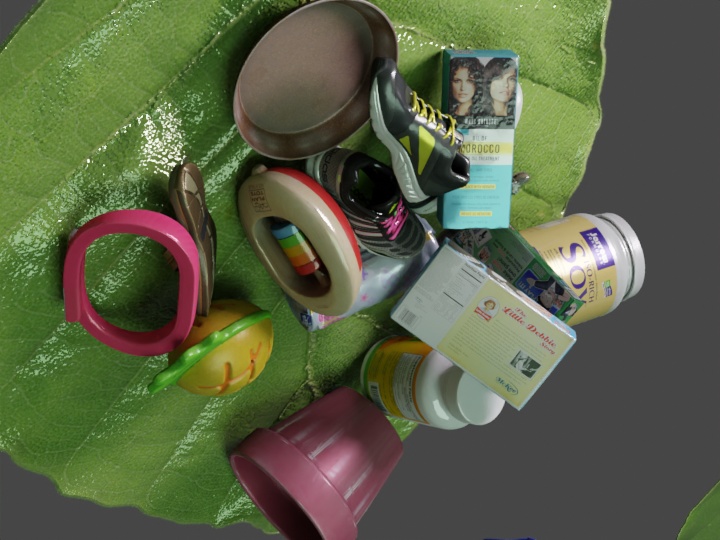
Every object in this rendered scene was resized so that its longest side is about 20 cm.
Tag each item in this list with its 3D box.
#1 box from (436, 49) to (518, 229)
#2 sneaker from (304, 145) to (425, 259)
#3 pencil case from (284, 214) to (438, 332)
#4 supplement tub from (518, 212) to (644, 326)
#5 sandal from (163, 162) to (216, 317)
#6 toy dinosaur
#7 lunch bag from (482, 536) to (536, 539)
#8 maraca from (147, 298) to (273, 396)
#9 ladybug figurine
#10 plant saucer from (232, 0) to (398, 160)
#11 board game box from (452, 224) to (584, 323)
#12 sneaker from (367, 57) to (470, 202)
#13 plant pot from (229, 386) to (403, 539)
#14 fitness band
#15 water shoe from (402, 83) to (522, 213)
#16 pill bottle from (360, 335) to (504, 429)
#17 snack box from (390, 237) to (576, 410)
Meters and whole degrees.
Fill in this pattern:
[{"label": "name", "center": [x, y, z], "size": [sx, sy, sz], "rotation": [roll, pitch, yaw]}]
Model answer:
[{"label": "box", "center": [0.134, -0.151, 1.530], "size": [0.082, 0.049, 0.202], "rotation": [-1, 107, -5]}, {"label": "sneaker", "center": [0.021, -0.073, 1.531], "size": [0.200, 0.087, 0.074], "rotation": [45, 71, -37]}, {"label": "pencil case", "center": [0.000, 0.000, 1.633], "size": [0.199, 0.083, 0.091], "rotation": [-22, 132, -20]}, {"label": "supplement tub", "center": [0.269, 0.005, 1.804], "size": [0.199, 0.146, 0.146], "rotation": [-17, 138, -25]}, {"label": "sandal", "center": [-0.192, -0.035, 1.456], "size": [0.054, 0.081, 0.201], "rotation": [-1, 135, 7]}, {"label": "toy dinosaur", "center": [0.132, -0.078, 1.652], "size": [0.047, 0.089, 0.200], "rotation": [22, 132, -23]}, {"label": "lunch bag", "center": [0.261, 0.556, 2.376], "size": [0.199, 0.128, 0.170], "rotation": [-34, 143, 11]}, {"label": "maraca", "center": [-0.172, 0.094, 1.544], "size": [0.137, 0.107, 0.200], "rotation": [-42, 172, 22]}, {"label": "ladybug figurine", "center": [-0.062, -0.041, 1.505], "size": [0.072, 0.135, 0.201], "rotation": [-50, 123, -37]}, {"label": "plant saucer", "center": [-0.052, -0.209, 1.418], "size": [0.199, 0.035, 0.201], "rotation": [-22, 138, -20]}, {"label": "board game box", "center": [0.176, 0.023, 1.701], "size": [0.135, 0.200, 0.029], "rotation": [-51, 144, 17]}, {"label": "sneaker", "center": [0.066, -0.159, 1.448], "size": [0.084, 0.075, 0.200], "rotation": [-8, 140, 17]}, {"label": "plant pot", "center": [-0.047, 0.261, 1.789], "size": [0.179, 0.200, 0.201], "rotation": [-41, 145, -21]}, {"label": "fitness band", "center": [-0.246, 0.014, 1.434], "size": [0.142, 0.038, 0.201], "rotation": [7, 132, -5]}, {"label": "water shoe", "center": [0.112, -0.153, 1.577], "size": [0.079, 0.072, 0.200], "rotation": [27, 107, -42]}, {"label": "pill bottle", "center": [0.097, 0.148, 1.750], "size": [0.110, 0.199, 0.112], "rotation": [-2, 94, -34]}, {"label": "snack box", "center": [0.149, 0.066, 1.618], "size": [0.116, 0.199, 0.037], "rotation": [-53, -175, 16]}]
